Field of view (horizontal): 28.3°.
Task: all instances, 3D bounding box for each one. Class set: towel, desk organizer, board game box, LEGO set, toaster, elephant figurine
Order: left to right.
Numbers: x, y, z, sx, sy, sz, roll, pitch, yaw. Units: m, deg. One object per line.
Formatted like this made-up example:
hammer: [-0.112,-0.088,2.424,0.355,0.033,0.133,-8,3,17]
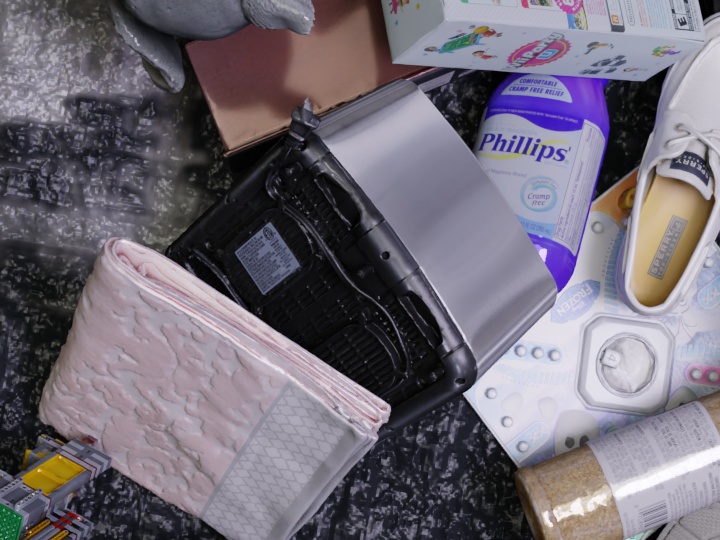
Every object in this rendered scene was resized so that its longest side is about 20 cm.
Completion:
LEGO set: [-0.242,0.165,0.901,0.153,0.116,0.202,17,109,18]
elephant figurine: [-0.109,-0.184,0.861,0.140,0.200,0.157,-4,81,-7]
towel: [-0.099,0.088,0.872,0.190,0.200,0.032,33,48,-1]
desk organizer: [-0.009,-0.141,0.933,0.199,0.072,0.078,-23,87,-3]
toaster: [0.000,0.000,0.868,0.181,0.200,0.118,53,47,1]
board game box: [0.105,-0.199,0.869,0.199,0.064,0.149,-1,74,-32]
board game box: [0.179,0.063,0.957,0.199,0.026,0.201,-37,90,-3]

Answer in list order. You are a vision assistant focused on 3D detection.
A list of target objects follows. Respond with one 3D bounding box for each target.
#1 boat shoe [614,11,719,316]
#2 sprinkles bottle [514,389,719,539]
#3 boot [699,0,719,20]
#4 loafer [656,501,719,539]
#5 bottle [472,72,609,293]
boat shoe: [0.208,-0.066,0.898,0.070,0.070,0.202,21,98,8]
sprinkles bottle: [0.200,0.122,0.909,0.199,0.068,0.069,-21,89,-3]
boot: [0.301,-0.193,0.946,0.149,0.073,0.202,-9,92,-2]
loafer: [0.215,0.251,0.943,0.071,0.063,0.202,10,84,31]
bottle: [0.119,-0.088,0.930,0.083,0.065,0.202,11,77,26]
